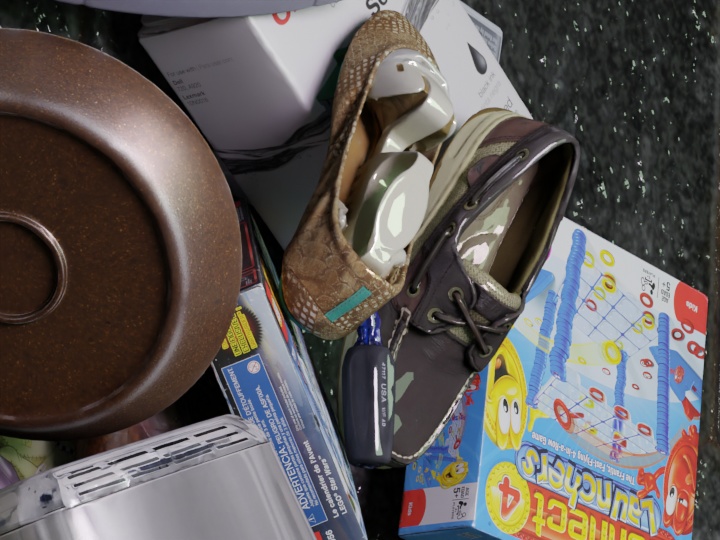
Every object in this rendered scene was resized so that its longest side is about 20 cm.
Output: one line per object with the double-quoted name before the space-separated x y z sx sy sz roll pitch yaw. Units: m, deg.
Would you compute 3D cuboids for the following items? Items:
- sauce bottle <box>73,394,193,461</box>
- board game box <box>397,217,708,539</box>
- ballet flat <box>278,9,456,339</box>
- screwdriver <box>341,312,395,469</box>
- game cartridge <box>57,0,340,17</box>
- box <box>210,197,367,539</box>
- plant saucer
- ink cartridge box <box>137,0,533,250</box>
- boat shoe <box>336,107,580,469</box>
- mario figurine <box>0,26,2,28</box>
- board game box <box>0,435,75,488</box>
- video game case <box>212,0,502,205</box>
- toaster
"sauce bottle" -0.107 0.106 1.241 0.066 0.066 0.202 13 74 -46
"board game box" 0.114 0.079 1.480 0.199 0.056 0.197 25 63 -43
"ballet flat" 0.016 -0.054 1.276 0.070 0.065 0.201 36 51 -30
"screwdriver" 0.000 0.000 1.306 0.029 0.028 0.202 -2 76 -12
"game cartridge" -0.087 -0.186 1.288 0.199 0.042 0.134 -1 61 -18
"box" -0.045 0.051 1.292 0.200 0.040 0.138 -109 178 -77
"plant saucer" -0.152 -0.007 1.148 0.201 0.199 0.035 63 20 -19
"ink cartridge box" -0.007 -0.098 1.387 0.200 0.084 0.146 55 48 -26
"boat shoe" 0.051 0.008 1.327 0.073 0.065 0.201 29 78 -34
"mario figurine" -0.168 -0.050 1.218 0.199 0.124 0.106 30 101 -19
"board game box" -0.161 0.058 1.260 0.120 0.032 0.201 -43 115 -48
"video game case" 0.003 -0.097 1.477 0.200 0.023 0.183 29 62 -42
"toaster" -0.099 0.145 1.124 0.199 0.113 0.130 -16 82 -47
